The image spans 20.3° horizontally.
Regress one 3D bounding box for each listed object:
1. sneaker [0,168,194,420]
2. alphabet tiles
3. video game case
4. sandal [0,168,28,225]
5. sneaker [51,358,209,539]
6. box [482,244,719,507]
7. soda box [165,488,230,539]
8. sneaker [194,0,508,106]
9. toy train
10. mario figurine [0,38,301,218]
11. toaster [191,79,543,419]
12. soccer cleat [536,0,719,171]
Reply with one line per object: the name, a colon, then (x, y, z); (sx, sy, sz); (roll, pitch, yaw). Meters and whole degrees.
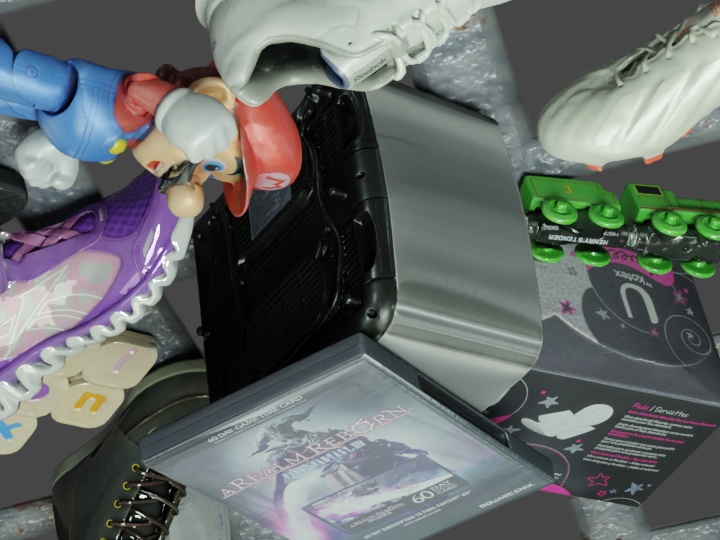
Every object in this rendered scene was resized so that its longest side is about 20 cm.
sneaker: (-0.183, 0.003, 1.155); (0.200, 0.081, 0.088); (-38, 123, 19)
alphabet tiles: (-0.236, 0.053, 1.270); (0.200, 0.015, 0.196); (15, 138, -27)
video game case: (-0.003, 0.104, 1.087); (0.143, 0.019, 0.200); (-27, 145, 23)
sandal: (-0.265, -0.056, 1.088); (0.075, 0.045, 0.200); (-28, 160, 28)
sneaker: (-0.135, 0.146, 1.334); (0.075, 0.106, 0.200); (19, 135, -31)
box: (0.109, 0.049, 1.233); (0.200, 0.132, 0.115); (13, 136, -28)
soda box: (-0.128, 0.236, 1.376); (0.068, 0.200, 0.063); (-33, 135, 29)
sneaker: (0.017, -0.131, 1.018); (0.199, 0.087, 0.075); (-16, 141, 9)
toy train: (0.186, -0.026, 1.213); (0.199, 0.056, 0.042); (5, 126, -16)
mario figurine: (-0.129, -0.066, 1.047); (0.199, 0.124, 0.106); (10, 114, -13)
toaster: (0.000, 0.000, 1.114); (0.118, 0.181, 0.200); (14, 139, -31)
soccer cleat: (0.188, -0.117, 1.093); (0.199, 0.069, 0.078); (-18, 138, 1)
